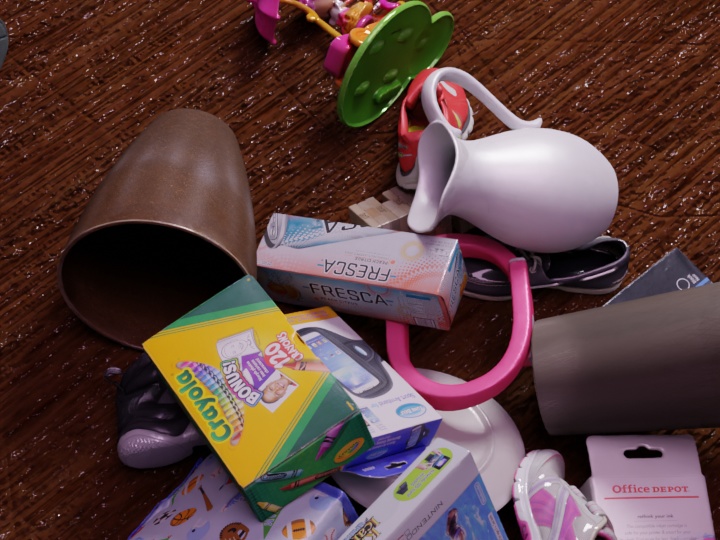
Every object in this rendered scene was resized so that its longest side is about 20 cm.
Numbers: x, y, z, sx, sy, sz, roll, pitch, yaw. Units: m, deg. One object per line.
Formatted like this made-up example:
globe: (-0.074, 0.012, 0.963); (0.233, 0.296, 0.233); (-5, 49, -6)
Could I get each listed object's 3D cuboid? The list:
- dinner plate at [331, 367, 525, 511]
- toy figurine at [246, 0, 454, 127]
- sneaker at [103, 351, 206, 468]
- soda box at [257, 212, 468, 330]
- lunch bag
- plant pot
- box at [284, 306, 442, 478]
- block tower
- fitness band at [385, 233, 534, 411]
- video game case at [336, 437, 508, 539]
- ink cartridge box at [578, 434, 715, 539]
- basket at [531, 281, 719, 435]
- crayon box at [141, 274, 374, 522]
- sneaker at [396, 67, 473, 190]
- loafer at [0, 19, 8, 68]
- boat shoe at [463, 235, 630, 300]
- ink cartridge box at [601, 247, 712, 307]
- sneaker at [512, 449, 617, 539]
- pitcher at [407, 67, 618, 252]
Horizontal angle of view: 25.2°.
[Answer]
dinner plate: (0.059, 0.158, 1.517); (0.199, 0.024, 0.200); (5, 42, -5)
toy figurine: (-0.026, -0.271, 1.720); (0.184, 0.150, 0.200); (36, 40, 20)
sneaker: (-0.141, 0.109, 1.511); (0.199, 0.076, 0.114); (-12, 65, -18)
soda box: (0.000, 0.000, 1.562); (0.199, 0.064, 0.069); (9, 58, 21)
lunch bag: (-0.112, 0.252, 1.410); (0.200, 0.124, 0.170); (19, 55, 40)
plant pot: (-0.178, -0.056, 1.548); (0.186, 0.187, 0.200); (11, 49, -5)
box: (-0.017, 0.112, 1.484); (0.119, 0.042, 0.200); (-10, 41, -44)
block tower: (0.087, -0.070, 1.651); (0.200, 0.054, 0.058); (-23, 38, -21)
fitness band: (0.096, 0.046, 1.560); (0.143, 0.037, 0.200); (-6, 52, 9)
video game case: (0.055, 0.279, 1.400); (0.181, 0.200, 0.045); (-42, 36, -26)
ink cartridge box: (0.269, 0.258, 1.515); (0.116, 0.068, 0.201); (1, 64, -10)
basket: (0.270, 0.090, 1.518); (0.199, 0.180, 0.136); (-9, 68, 17)
crayon box: (-0.091, 0.107, 1.395); (0.119, 0.058, 0.200); (-33, 50, -10)
sneaker: (0.076, -0.164, 1.666); (0.077, 0.085, 0.200); (-2, 36, 7)
loafer: (-0.420, -0.179, 1.627); (0.063, 0.072, 0.200); (7, 52, 16)
boat shoe: (0.179, -0.013, 1.643); (0.199, 0.063, 0.073); (1, 65, -9)
ink cartridge box: (0.286, 0.069, 1.635); (0.200, 0.039, 0.099); (-37, 75, -24)
sneaker: (0.189, 0.241, 1.460); (0.088, 0.081, 0.200); (-11, 40, 11)
pitcher: (0.148, -0.107, 1.580); (0.199, 0.121, 0.172); (7, 75, -25)
